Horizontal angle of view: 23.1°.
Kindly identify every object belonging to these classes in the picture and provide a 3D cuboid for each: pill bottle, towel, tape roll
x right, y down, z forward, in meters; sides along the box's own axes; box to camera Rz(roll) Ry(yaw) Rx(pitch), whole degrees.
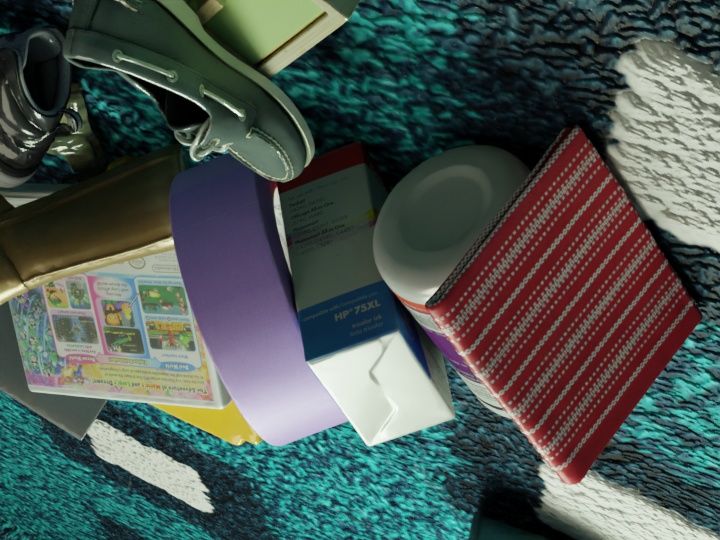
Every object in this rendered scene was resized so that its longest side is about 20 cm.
[{"bbox_3d":[0.096,0.019,1.125,0.112,0.113,0.200,12,153,40],"label":"pill bottle"},{"bbox_3d":[0.126,0.026,1.060,0.022,0.145,0.200,26,162,47],"label":"towel"},{"bbox_3d":[-0.061,0.016,1.215,0.065,0.202,0.201,-20,141,11],"label":"tape roll"}]

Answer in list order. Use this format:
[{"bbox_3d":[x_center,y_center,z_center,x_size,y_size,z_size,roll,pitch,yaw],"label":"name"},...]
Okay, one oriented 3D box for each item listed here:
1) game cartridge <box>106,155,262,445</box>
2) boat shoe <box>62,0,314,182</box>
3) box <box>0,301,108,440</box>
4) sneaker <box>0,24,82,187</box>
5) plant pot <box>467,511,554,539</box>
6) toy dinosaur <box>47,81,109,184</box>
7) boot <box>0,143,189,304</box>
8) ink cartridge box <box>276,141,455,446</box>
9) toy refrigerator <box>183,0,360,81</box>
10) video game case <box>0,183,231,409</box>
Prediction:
[{"bbox_3d":[-0.137,0.028,1.421,0.175,0.032,0.202,24,123,18],"label":"game cartridge"},{"bbox_3d":[-0.098,-0.097,1.003,0.072,0.062,0.200,6,156,37],"label":"boat shoe"},{"bbox_3d":[-0.275,0.050,1.599,0.147,0.105,0.200,33,-172,-6],"label":"box"},{"bbox_3d":[-0.277,-0.165,1.276,0.113,0.075,0.201,-28,101,39],"label":"sneaker"},{"bbox_3d":[0.178,0.349,1.675,0.186,0.202,0.201,11,157,6],"label":"plant pot"},{"bbox_3d":[-0.241,-0.108,1.387,0.087,0.048,0.201,13,156,7],"label":"toy dinosaur"},{"bbox_3d":[-0.222,-0.050,1.340,0.198,0.176,0.066,-21,138,6],"label":"boot"},{"bbox_3d":[0.000,0.000,1.184,0.067,0.202,0.116,-20,142,11],"label":"ink cartridge box"},{"bbox_3d":[-0.061,-0.157,0.999,0.076,0.070,0.200,36,159,-15],"label":"toy refrigerator"},{"bbox_3d":[-0.204,0.019,1.421,0.198,0.024,0.184,3,114,28],"label":"video game case"}]
